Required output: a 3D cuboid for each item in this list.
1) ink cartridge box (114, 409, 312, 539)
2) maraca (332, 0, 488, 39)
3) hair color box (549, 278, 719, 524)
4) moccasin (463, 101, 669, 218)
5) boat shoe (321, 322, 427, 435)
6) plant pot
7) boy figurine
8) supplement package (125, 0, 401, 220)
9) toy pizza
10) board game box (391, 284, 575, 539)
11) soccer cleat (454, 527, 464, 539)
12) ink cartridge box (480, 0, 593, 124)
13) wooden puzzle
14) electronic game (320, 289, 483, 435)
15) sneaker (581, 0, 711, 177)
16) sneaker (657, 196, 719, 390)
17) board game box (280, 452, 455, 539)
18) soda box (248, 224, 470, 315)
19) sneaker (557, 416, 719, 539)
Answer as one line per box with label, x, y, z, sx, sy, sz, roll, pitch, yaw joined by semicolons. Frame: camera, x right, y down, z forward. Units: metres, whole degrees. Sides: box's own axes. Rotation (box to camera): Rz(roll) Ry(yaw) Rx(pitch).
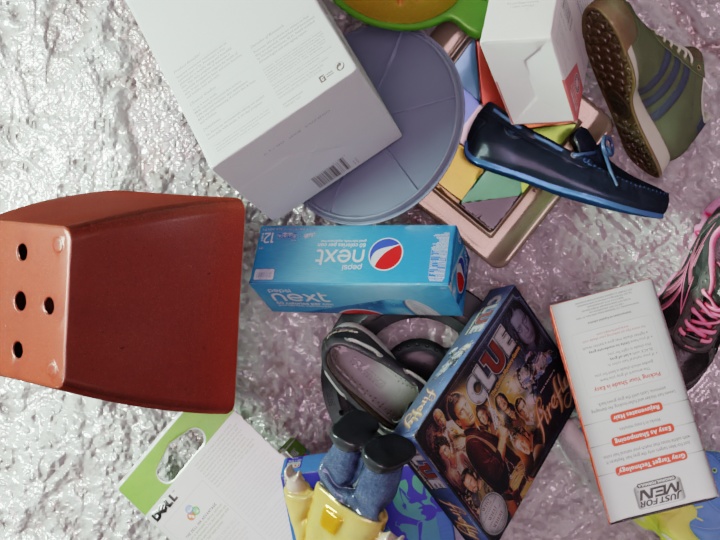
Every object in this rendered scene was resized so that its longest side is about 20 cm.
ink cartridge box;-0.118;0.225;1.113;0.200;0.076;0.148;42;97;4
maraca;0.054;-0.289;1.055;0.197;0.107;0.139;12;84;-3
hair color box;0.246;0.120;1.020;0.100;0.061;0.203;-15;73;7
moccasin;0.196;-0.103;1.036;0.198;0.080;0.069;19;93;-2
boat shoe;0.042;0.128;1.058;0.200;0.060;0.074;44;103;0
plant pot;-0.241;0.026;1.026;0.198;0.175;0.203;6;94;39
boy figurine;-0.023;0.218;0.967;0.124;0.064;0.202;33;118;21
supplement package;-0.086;-0.186;1.022;0.151;0.151;0.201;-32;68;7
toy pizza;0.011;-0.139;1.078;0.198;0.032;0.203;-6;75;25
board game box;0.121;0.130;1.021;0.136;0.034;0.200;53;52;-19
soccer cleat;0.061;0.238;1.099;0.076;0.067;0.201;-37;95;-23
ink cartridge box;0.168;-0.248;1.013;0.067;0.117;0.202;1;60;24
wooden puzzle;0.117;-0.132;1.090;0.199;0.037;0.186;39;96;3
electronic game;0.058;0.107;1.104;0.197;0.042;0.203;1;100;8
sneaker;0.269;-0.185;1.021;0.090;0.067;0.201;-38;130;-8
sneaker;0.325;0.023;1.047;0.078;0.095;0.202;21;96;3
board game box;0.017;0.265;1.042;0.150;0.045;0.203;-9;103;4
soda box;0.000;0.000;1.063;0.197;0.068;0.065;1;64;19
sneaker;0.285;0.193;1.081;0.200;0.076;0.105;44;78;3
